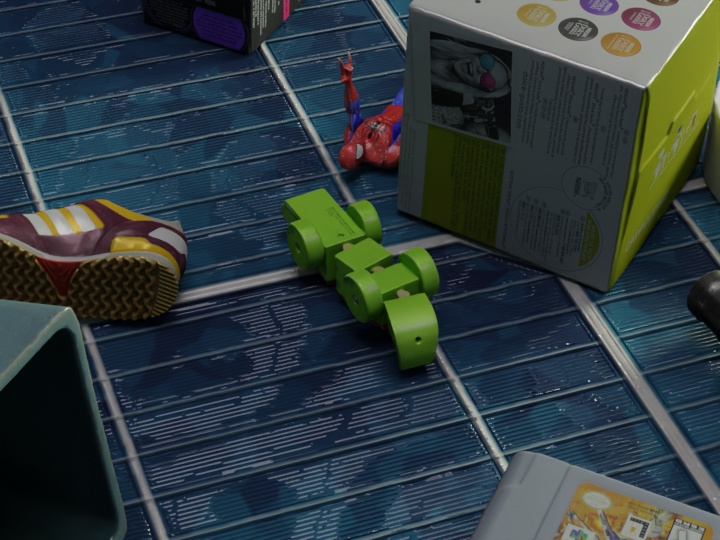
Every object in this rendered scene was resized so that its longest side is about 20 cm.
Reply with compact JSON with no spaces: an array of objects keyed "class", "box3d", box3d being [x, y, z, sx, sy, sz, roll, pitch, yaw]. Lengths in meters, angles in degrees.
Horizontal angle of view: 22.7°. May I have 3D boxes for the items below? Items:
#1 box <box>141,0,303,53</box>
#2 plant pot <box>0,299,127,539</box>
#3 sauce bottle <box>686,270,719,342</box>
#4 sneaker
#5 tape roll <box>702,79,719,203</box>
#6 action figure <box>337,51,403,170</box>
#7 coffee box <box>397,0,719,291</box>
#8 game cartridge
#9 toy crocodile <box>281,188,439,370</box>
[{"class":"box","box3d":[-0.105,-0.308,1.665,0.121,0.107,0.200,20,43,18]},{"class":"plant pot","box3d":[-0.290,0.130,1.096,0.199,0.198,0.196,14,41,25]},{"class":"sauce bottle","box3d":[0.306,0.075,1.281,0.064,0.065,0.200,-16,43,-20]},{"class":"sneaker","box3d":[-0.230,-0.014,1.356,0.198,0.075,0.090,9,33,-2]},{"class":"tape roll","box3d":[0.388,-0.104,1.486,0.200,0.071,0.203,1,40,-1]},{"class":"action figure","box3d":[0.044,-0.157,1.512,0.065,0.100,0.200,25,48,26]},{"class":"coffee box","box3d":[0.162,-0.142,1.417,0.197,0.201,0.200,22,45,20]},{"class":"game cartridge","box3d":[0.168,0.197,1.154,0.199,0.042,0.133,18,39,17]},{"class":"toy crocodile","box3d":[0.000,0.000,1.360,0.067,0.062,0.200,-21,42,-25]}]
